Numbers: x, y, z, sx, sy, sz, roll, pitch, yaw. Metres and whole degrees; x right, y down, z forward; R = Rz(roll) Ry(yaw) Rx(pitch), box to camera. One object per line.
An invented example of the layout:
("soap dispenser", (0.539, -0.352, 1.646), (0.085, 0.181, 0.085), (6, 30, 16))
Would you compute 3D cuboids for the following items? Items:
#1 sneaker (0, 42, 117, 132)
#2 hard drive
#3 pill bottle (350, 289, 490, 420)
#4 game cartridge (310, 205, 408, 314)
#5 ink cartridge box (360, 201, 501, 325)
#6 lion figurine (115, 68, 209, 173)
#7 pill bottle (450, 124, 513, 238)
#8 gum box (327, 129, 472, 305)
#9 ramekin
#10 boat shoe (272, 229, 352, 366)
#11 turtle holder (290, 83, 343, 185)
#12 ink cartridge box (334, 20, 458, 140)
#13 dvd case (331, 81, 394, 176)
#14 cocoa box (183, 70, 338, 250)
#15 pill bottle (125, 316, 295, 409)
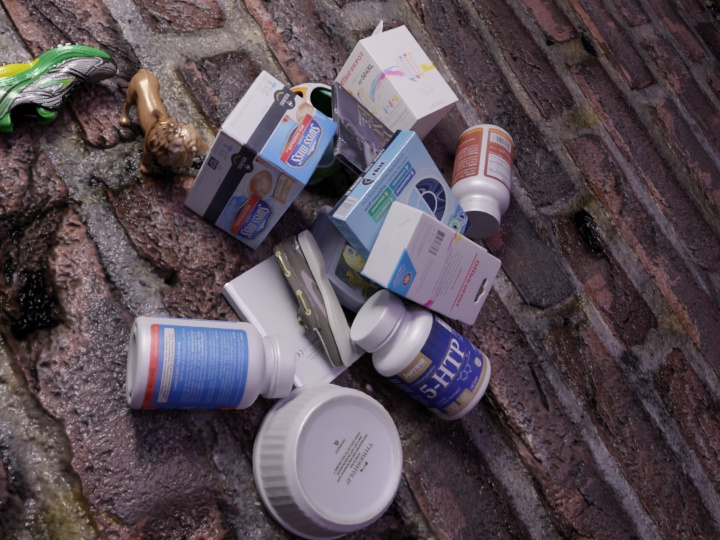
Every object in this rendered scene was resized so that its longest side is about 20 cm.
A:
("sneaker", (-0.429, -0.249, 0.880), (0.199, 0.078, 0.086), (-34, 92, -28))
("hard drive", (-0.096, 0.076, 0.933), (0.131, 0.026, 0.201), (-34, 86, -37))
("pill bottle", (0.087, 0.122, 0.943), (0.199, 0.119, 0.121), (37, 53, -18))
("game cartridge", (0.000, 0.000, 1.005), (0.199, 0.041, 0.134), (33, 53, -20))
("ink cartridge box", (0.109, -0.005, 0.926), (0.199, 0.068, 0.116), (25, 91, -40))
("lion figurine", (-0.296, -0.222, 0.904), (0.072, 0.122, 0.201), (-26, 81, -36))
("pill bottle", (0.226, -0.165, 1.186), (0.111, 0.112, 0.202), (24, 57, -17))
("gum box", (0.066, -0.075, 0.944), (0.170, 0.044, 0.200), (-51, 129, -15))
("ramekin", (-0.034, 0.245, 0.827), (0.200, 0.094, 0.205), (10, 69, -27))
("boat shoe", (-0.066, 0.047, 0.910), (0.060, 0.072, 0.204), (-20, 91, 9))
("turtle holder", (-0.062, -0.221, 1.033), (0.185, 0.132, 0.141), (42, 52, -5))
("ink cartridge box", (0.054, -0.337, 1.161), (0.125, 0.128, 0.201), (-33, 84, -37))
("dvd case", (0.027, -0.182, 0.979), (0.199, 0.016, 0.150), (33, 41, -41))
("cocoa box", (-0.145, -0.150, 0.907), (0.130, 0.200, 0.134), (33, 53, -12))
("pill bottle", (-0.188, 0.120, 0.803), (0.198, 0.112, 0.114), (6, 63, -26))
